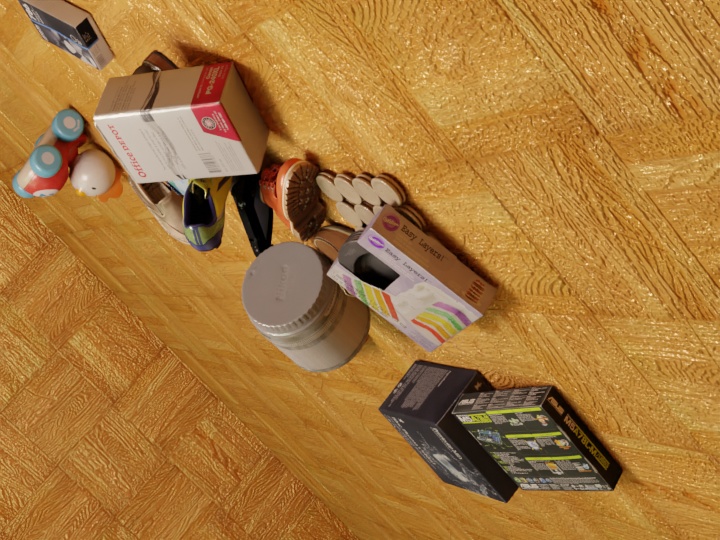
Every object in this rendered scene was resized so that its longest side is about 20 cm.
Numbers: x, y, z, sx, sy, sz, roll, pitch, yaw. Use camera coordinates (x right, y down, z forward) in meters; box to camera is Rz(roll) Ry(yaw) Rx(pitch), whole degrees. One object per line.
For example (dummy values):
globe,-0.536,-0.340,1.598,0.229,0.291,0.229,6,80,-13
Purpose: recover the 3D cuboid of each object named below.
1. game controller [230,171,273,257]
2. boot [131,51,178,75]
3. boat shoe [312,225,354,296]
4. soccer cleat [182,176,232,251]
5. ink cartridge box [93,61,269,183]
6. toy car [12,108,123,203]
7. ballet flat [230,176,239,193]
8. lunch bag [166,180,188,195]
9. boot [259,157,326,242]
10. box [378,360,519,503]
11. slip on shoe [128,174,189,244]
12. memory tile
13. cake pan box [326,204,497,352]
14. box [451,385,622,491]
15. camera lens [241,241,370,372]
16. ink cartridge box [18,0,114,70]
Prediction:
game controller,-0.161,-0.100,1.776,0.042,0.106,0.201,8,153,10
boot,-0.268,-0.228,1.695,0.199,0.097,0.075,39,161,10
boat shoe,0.000,0.000,1.697,0.199,0.074,0.076,30,159,33
soccer cleat,-0.225,-0.126,1.667,0.064,0.202,0.084,-5,151,6
ink cartridge box,-0.248,-0.203,1.591,0.197,0.084,0.146,-3,144,19
toy car,-0.578,-0.198,2.332,0.199,0.178,0.184,34,153,-18
ballet flat,-0.201,-0.131,1.823,0.067,0.047,0.200,33,172,14
lunch bag,-0.297,-0.209,1.833,0.161,0.082,0.200,45,161,0
boot,-0.111,-0.120,1.664,0.107,0.075,0.200,42,164,14
box,0.164,0.264,1.894,0.197,0.118,0.199,48,160,-20
slip on shoe,-0.365,-0.128,2.175,0.200,0.076,0.061,48,169,4
memory tile,0.027,-0.076,1.561,0.154,0.017,0.199,51,160,-26
cake pan box,0.064,0.013,1.548,0.199,0.053,0.184,38,150,-6
box,0.265,0.257,1.721,0.194,0.048,0.199,50,147,-18
camera lens,-0.084,0.061,1.832,0.159,0.161,0.200,30,170,32
ink cartridge box,-0.492,-0.403,1.860,0.199,0.039,0.100,31,160,33
